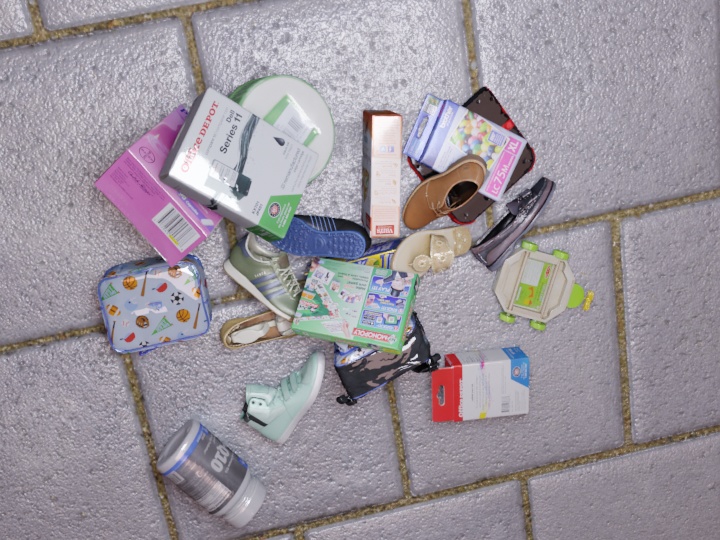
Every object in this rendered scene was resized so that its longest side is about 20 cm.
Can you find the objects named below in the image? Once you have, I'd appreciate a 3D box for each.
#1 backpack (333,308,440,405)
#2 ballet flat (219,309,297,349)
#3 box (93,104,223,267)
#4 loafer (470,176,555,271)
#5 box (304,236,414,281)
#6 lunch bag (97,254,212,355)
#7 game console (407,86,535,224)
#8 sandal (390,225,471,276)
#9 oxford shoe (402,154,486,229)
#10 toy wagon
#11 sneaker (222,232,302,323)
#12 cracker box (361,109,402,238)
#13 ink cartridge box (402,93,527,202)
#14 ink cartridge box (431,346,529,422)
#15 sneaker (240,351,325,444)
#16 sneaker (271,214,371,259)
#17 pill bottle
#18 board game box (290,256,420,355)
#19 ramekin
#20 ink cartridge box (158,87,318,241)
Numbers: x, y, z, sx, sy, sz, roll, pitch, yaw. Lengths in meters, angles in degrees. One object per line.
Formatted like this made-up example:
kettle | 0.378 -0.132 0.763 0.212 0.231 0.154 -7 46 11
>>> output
backpack | 0.028 0.122 1.321 0.195 0.191 0.158 -21 101 3
ballet flat | -0.165 0.106 1.356 0.194 0.063 0.071 -18 104 -3
box | -0.299 -0.142 1.193 0.096 0.201 0.177 -32 108 27
loafer | 0.283 -0.094 1.360 0.062 0.072 0.202 33 101 -10
box | 0.000 0.000 1.333 0.194 0.070 0.066 -14 108 5
lunch bag | -0.370 0.063 1.314 0.194 0.076 0.165 -11 108 -5
game console | 0.208 -0.204 1.344 0.199 0.031 0.178 -41 100 4
sandal | 0.146 -0.036 1.297 0.209 0.069 0.080 -22 108 -41
oxford shoe | 0.139 -0.124 1.293 0.071 0.072 0.199 33 134 -19
toy wagon | 0.355 0.035 1.417 0.194 0.040 0.160 14 103 -11
sneaker | -0.149 0.012 1.306 0.198 0.067 0.091 36 109 5
cracker box | 0.035 -0.171 1.272 0.056 0.134 0.207 -2 105 -6
ink cartridge box | 0.186 -0.220 1.306 0.196 0.042 0.122 25 98 -6
ink cartridge box | 0.229 0.224 1.435 0.193 0.067 0.120 -4 105 -6
sneaker | -0.151 0.226 1.380 0.116 0.074 0.203 27 102 -20
sneaker | -0.074 -0.064 1.326 0.194 0.078 0.072 13 107 12
pill bottle | -0.280 0.390 1.390 0.114 0.114 0.200 -44 106 6
board game box | -0.009 0.057 1.234 0.194 0.029 0.138 9 68 21
ramekin | -0.137 -0.226 1.221 0.194 0.097 0.207 -1 92 -25
ink cartridge box | -0.182 -0.156 1.101 0.197 0.083 0.150 28 79 -23
